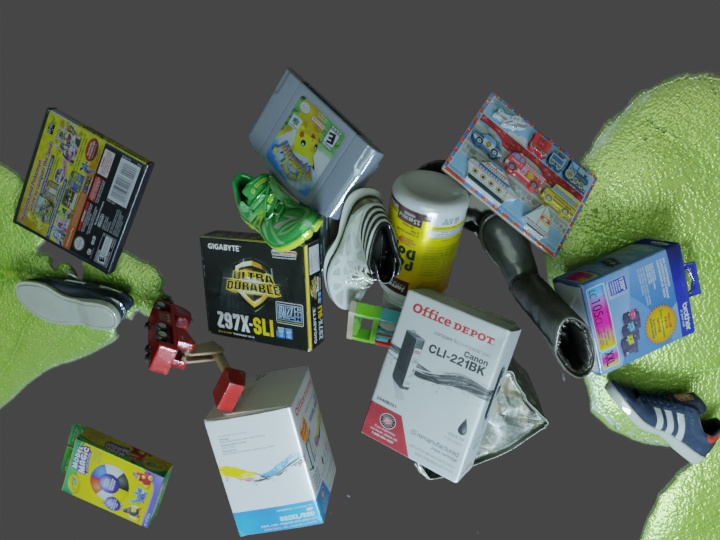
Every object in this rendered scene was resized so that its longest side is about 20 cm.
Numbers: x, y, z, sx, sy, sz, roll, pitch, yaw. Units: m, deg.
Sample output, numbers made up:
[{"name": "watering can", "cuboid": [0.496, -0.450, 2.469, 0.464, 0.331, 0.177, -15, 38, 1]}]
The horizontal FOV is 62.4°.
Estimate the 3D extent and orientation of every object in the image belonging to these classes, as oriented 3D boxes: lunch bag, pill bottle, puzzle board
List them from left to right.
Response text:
[{"name": "pill bottle", "cuboid": [0.083, -0.031, 0.851, 0.107, 0.110, 0.203, 11, 125, 4]}, {"name": "lunch bag", "cuboid": [0.158, 0.206, 0.890, 0.199, 0.164, 0.118, -38, 96, 14]}, {"name": "puzzle board", "cuboid": [0.225, -0.135, 0.823, 0.199, 0.017, 0.152, 37, 68, -4]}]

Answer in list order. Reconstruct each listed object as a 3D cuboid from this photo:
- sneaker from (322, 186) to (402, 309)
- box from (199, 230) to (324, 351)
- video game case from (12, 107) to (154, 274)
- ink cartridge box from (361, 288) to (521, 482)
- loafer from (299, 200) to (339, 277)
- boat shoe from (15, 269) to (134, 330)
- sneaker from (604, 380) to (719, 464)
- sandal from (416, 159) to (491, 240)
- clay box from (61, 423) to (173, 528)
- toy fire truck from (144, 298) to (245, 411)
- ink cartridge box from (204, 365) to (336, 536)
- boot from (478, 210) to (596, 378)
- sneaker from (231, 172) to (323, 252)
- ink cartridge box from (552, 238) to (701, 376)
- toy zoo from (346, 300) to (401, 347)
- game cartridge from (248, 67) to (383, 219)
[{"name": "sneaker", "cuboid": [0.000, 0.000, 0.822, 0.074, 0.116, 0.203, -2, 130, -19]}, {"name": "box", "cuboid": [-0.151, 0.027, 0.910, 0.196, 0.049, 0.163, 7, 108, 26]}, {"name": "video game case", "cuboid": [-0.444, -0.124, 0.949, 0.178, 0.026, 0.203, 28, 107, -1]}, {"name": "ink cartridge box", "cuboid": [0.105, 0.141, 0.773, 0.142, 0.083, 0.204, 21, 95, 23]}, {"name": "loafer", "cuboid": [-0.052, -0.091, 0.901, 0.071, 0.062, 0.205, 16, 105, 35]}, {"name": "boat shoe", "cuboid": [-0.468, 0.044, 0.975, 0.196, 0.062, 0.076, 7, 122, 14]}, {"name": "sneaker", "cuboid": [0.464, 0.208, 0.904, 0.198, 0.075, 0.085, 32, 108, -13]}, {"name": "sandal", "cuboid": [0.165, -0.091, 0.872, 0.199, 0.045, 0.075, 38, 107, -4]}, {"name": "clay box", "cuboid": [-0.448, 0.366, 1.067, 0.197, 0.048, 0.117, 22, 106, 0]}, {"name": "toy fire truck", "cuboid": [-0.259, 0.125, 0.924, 0.139, 0.200, 0.049, 22, 106, -28]}, {"name": "ink cartridge box", "cuboid": [-0.137, 0.283, 0.955, 0.142, 0.147, 0.204, -12, 104, 10]}, {"name": "boot", "cuboid": [0.234, 0.025, 0.801, 0.072, 0.201, 0.183, -30, 112, 15]}, {"name": "sneaker", "cuboid": [-0.129, -0.087, 0.838, 0.074, 0.198, 0.084, -44, 132, -18]}, {"name": "ink cartridge box", "cuboid": [0.386, 0.042, 0.844, 0.197, 0.076, 0.139, -22, 103, -14]}, {"name": "toy zoo", "cuboid": [0.077, 0.096, 0.896, 0.196, 0.132, 0.021, 13, 67, 2]}, {"name": "game cartridge", "cuboid": [-0.072, -0.174, 0.844, 0.200, 0.040, 0.134, 45, 116, 18]}]
